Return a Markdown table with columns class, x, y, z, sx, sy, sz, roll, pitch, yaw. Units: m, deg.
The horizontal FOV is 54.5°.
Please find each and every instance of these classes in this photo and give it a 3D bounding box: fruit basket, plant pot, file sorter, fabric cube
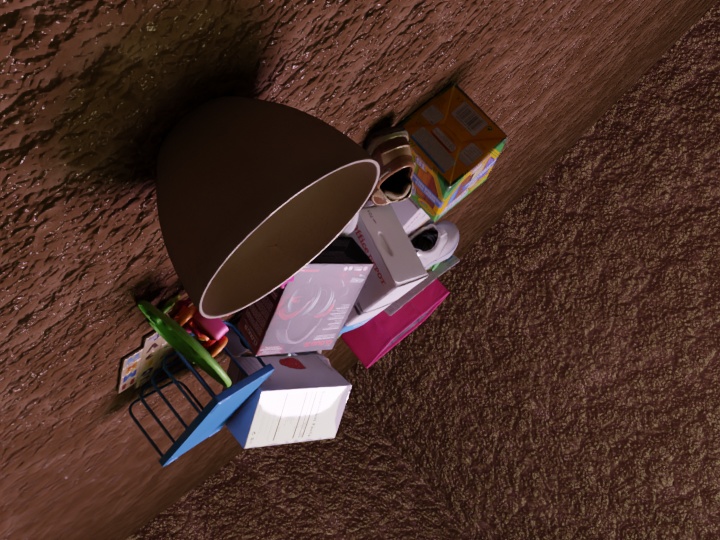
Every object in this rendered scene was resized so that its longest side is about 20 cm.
| class | x | y | z | sx | sy | sz | roll | pitch | yaw |
| --- | --- | --- | --- | --- | --- | --- | --- | --- | --- |
| fruit basket | 0.076 | -0.009 | 1.470 | 0.200 | 0.185 | 0.094 | -41 | 144 | -16 |
| plant pot | -0.100 | -0.074 | 0.619 | 0.200 | 0.135 | 0.200 | -39 | 170 | -8 |
| file sorter | -0.268 | 0.196 | 1.145 | 0.200 | 0.123 | 0.139 | -47 | 169 | 33 |
| fabric cube | 0.043 | 0.065 | 1.597 | 0.200 | 0.199 | 0.196 | -36 | 168 | -29 |

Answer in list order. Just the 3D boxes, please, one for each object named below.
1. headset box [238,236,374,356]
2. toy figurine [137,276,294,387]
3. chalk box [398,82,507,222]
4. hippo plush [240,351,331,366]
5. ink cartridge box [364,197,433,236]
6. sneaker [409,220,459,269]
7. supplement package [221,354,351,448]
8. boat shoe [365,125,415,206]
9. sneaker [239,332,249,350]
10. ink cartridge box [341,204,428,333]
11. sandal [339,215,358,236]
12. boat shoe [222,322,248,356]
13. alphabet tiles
| class | x | y | z | sx | sy | sz | roll | pitch | yaw |
| --- | --- | --- | --- | --- | --- | --- | --- | --- | --- |
| headset box | -0.090 | 0.046 | 1.082 | 0.148 | 0.075 | 0.200 | 1 | 127 | -39 |
| toy figurine | -0.169 | 0.030 | 0.901 | 0.184 | 0.150 | 0.200 | -48 | -165 | -19 |
| chalk box | 0.128 | -0.172 | 1.108 | 0.124 | 0.125 | 0.200 | -39 | 169 | -13 |
| hippo plush | -0.151 | 0.140 | 1.426 | 0.159 | 0.199 | 0.161 | -74 | 175 | -54 |
| ink cartridge box | 0.087 | -0.117 | 1.307 | 0.145 | 0.085 | 0.200 | -48 | 167 | 35 |
| sneaker | 0.140 | -0.055 | 1.335 | 0.200 | 0.073 | 0.071 | -42 | 160 | -47 |
| supplement package | -0.140 | 0.235 | 1.285 | 0.200 | 0.121 | 0.120 | 4 | 111 | -40 |
| boat shoe | 0.040 | -0.135 | 1.033 | 0.075 | 0.074 | 0.200 | -21 | 164 | -7 |
| sneaker | -0.161 | 0.056 | 1.171 | 0.200 | 0.073 | 0.112 | -51 | 163 | 14 |
| ink cartridge box | 0.000 | 0.000 | 1.188 | 0.086 | 0.147 | 0.200 | -15 | 163 | -43 |
| sandal | -0.030 | -0.096 | 1.033 | 0.050 | 0.083 | 0.203 | 5 | 161 | -8 |
| boat shoe | -0.163 | 0.093 | 1.277 | 0.200 | 0.074 | 0.065 | -24 | 175 | 2 |
| alphabet tiles | -0.296 | 0.118 | 1.073 | 0.166 | 0.006 | 0.200 | -35 | 169 | -34 |
